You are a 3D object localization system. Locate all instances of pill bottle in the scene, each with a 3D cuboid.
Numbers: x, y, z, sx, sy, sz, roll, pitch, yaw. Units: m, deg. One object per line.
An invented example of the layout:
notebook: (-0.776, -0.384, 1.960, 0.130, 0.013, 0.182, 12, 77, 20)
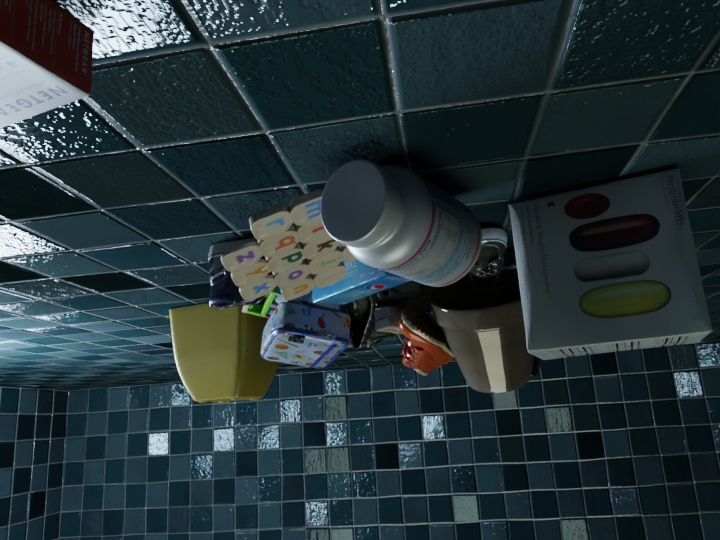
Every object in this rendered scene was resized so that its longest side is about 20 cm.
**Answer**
pill bottle: (0.048, -0.050, 0.621, 0.107, 0.111, 0.199, -13, 162, 33)

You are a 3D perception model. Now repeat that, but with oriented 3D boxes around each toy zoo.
toy zoo: (-0.121, 0.073, 1.084, 0.197, 0.021, 0.131, 16, 151, -14)

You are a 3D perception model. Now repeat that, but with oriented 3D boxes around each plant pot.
plant pot: (-0.294, 0.188, 1.257, 0.192, 0.204, 0.194, -8, 165, 18)
plant pot: (0.232, 0.113, 0.999, 0.196, 0.177, 0.200, -11, -166, 3)

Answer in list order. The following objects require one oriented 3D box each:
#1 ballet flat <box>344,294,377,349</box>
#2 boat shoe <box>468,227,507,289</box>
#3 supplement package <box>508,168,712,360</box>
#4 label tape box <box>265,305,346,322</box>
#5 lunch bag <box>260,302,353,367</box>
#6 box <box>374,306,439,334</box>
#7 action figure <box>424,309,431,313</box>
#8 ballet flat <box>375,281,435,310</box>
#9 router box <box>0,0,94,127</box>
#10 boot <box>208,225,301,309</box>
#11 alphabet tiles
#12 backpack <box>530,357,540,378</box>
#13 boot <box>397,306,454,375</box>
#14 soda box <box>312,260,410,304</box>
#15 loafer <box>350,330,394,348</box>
ballet flat: (-0.001, 0.074, 1.064, 0.065, 0.057, 0.202, 4, 138, 12)
boat shoe: (0.198, -0.016, 0.885, 0.067, 0.058, 0.200, -6, 165, 12)
supplement package: (0.310, 0.004, 0.719, 0.197, 0.195, 0.147, -11, 165, 24)
label tape box: (-0.089, 0.102, 1.249, 0.197, 0.065, 0.144, -13, 161, 28)
lunch bag: (-0.103, 0.130, 1.086, 0.158, 0.077, 0.200, 14, 153, -16)
box: (0.109, 0.106, 1.114, 0.198, 0.039, 0.041, 14, 155, -43)
action figure: (0.117, 0.070, 1.183, 0.197, 0.067, 0.052, -12, -172, 25)
ballet flat: (0.055, 0.049, 1.120, 0.197, 0.071, 0.066, -12, 136, 19)
router box: (-0.294, -0.138, 0.320, 0.197, 0.050, 0.179, -10, 164, 21)
boot: (-0.130, -0.001, 0.797, 0.197, 0.092, 0.072, -11, 164, 27)
alphabet tiles: (-0.074, -0.026, 0.723, 0.193, 0.015, 0.201, -22, 150, -6)
backpack: (0.295, 0.124, 1.219, 0.196, 0.186, 0.134, 6, -174, 18)
boot: (0.110, 0.141, 1.055, 0.107, 0.076, 0.200, -36, 138, 15)
soda box: (0.000, 0.000, 0.876, 0.063, 0.069, 0.199, 6, 162, -36)
loafer: (0.006, 0.205, 1.661, 0.196, 0.064, 0.072, -4, 166, 0)
